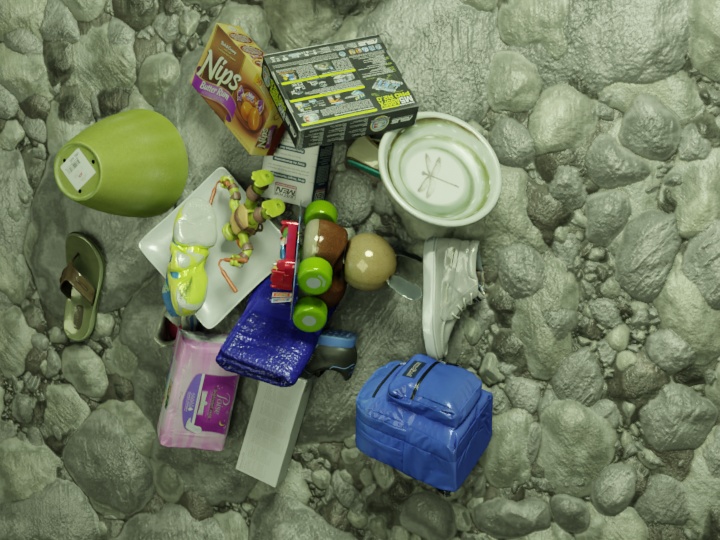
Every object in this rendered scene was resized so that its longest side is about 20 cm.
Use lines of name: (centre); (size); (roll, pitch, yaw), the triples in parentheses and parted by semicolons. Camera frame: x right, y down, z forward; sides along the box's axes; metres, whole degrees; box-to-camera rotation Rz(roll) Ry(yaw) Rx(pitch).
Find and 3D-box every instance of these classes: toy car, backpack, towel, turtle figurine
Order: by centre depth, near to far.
backpack: (0.093, 0.219, 1.657); (0.197, 0.162, 0.171); (15, 122, 28)
toy car: (0.000, 0.000, 1.670); (0.196, 0.166, 0.159); (7, 133, -3)
turtle figurine: (-0.181, -0.079, 1.711); (0.161, 0.064, 0.203); (-37, 56, 46)
towel: (-0.134, 0.087, 1.715); (0.145, 0.202, 0.050); (13, 141, 18)

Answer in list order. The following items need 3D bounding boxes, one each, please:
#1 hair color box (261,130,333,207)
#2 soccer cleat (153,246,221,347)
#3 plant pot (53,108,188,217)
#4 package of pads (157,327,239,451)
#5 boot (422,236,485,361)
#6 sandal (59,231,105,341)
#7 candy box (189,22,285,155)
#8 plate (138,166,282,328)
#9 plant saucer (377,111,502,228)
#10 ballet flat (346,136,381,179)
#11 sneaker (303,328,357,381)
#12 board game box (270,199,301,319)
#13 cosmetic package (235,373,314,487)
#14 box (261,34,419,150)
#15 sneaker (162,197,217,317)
hair color box: (-0.098, -0.211, 1.717); (0.098, 0.060, 0.204); (14, 103, 20)
soccer cleat: (-0.291, 0.050, 1.817); (0.069, 0.086, 0.202); (32, 108, 12)
plant pot: (-0.416, -0.172, 1.767); (0.184, 0.200, 0.191); (3, 100, 20)
package of pads: (-0.272, 0.203, 1.819); (0.118, 0.076, 0.203); (8, 105, -21)
boot: (0.149, 0.049, 1.664); (0.094, 0.074, 0.204); (2, 104, 14)
sandal: (-0.507, 0.033, 1.910); (0.078, 0.057, 0.205); (9, 102, 18)
candy box: (-0.185, -0.291, 1.696); (0.200, 0.056, 0.118); (49, 123, 29)
plate: (-0.241, -0.037, 1.782); (0.199, 0.032, 0.200); (-42, 77, -3)
plant saucer: (0.116, -0.145, 1.610); (0.200, 0.200, 0.050); (43, 150, 8)
ballet flat: (0.069, -0.156, 1.667); (0.198, 0.069, 0.070); (32, 108, 14)
sneaker: (-0.100, 0.134, 1.770); (0.197, 0.070, 0.079); (8, 102, 20)
board game box: (-0.118, -0.022, 1.645); (0.038, 0.200, 0.161); (5, 106, -4)
cosmetic package: (-0.146, 0.259, 1.817); (0.081, 0.051, 0.203); (21, 105, 14)
box: (-0.032, -0.271, 1.595); (0.045, 0.197, 0.162); (105, 144, -53)
sneaker: (-0.288, -0.016, 1.721); (0.105, 0.075, 0.203); (-34, 44, 51)
